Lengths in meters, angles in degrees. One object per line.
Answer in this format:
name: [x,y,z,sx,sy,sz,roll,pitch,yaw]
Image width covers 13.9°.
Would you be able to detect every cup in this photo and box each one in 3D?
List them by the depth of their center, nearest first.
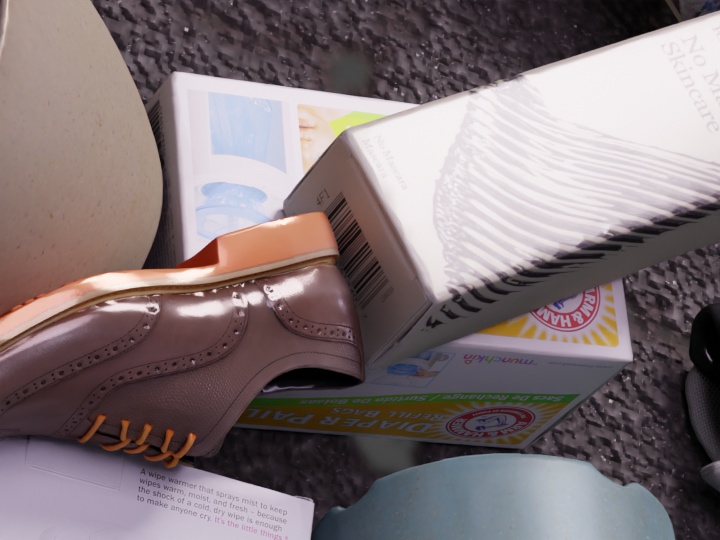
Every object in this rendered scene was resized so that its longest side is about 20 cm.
cup: [-0.159,-0.042,1.132,0.143,0.199,0.202,29,51,-45]

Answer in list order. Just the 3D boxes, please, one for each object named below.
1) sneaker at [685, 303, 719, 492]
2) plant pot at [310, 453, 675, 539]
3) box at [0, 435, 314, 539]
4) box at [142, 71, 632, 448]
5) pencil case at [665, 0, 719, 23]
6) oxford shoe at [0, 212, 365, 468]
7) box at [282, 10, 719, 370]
sneaker: [0.210,0.031,1.333,0.115,0.075,0.201,34,57,-5]
plant pot: [0.055,0.189,1.117,0.199,0.200,0.197,11,53,-21]
box: [-0.130,0.152,1.089,0.199,0.097,0.178,16,59,-19]
box: [0.000,0.000,1.225,0.199,0.101,0.113,5,63,-24]
pencil case: [0.171,-0.136,1.360,0.089,0.078,0.201,-35,102,-8]
oxford shoe: [-0.083,0.039,1.069,0.199,0.071,0.073,-20,84,-27]
box: [0.076,-0.034,1.175,0.199,0.068,0.082,-21,75,-32]
